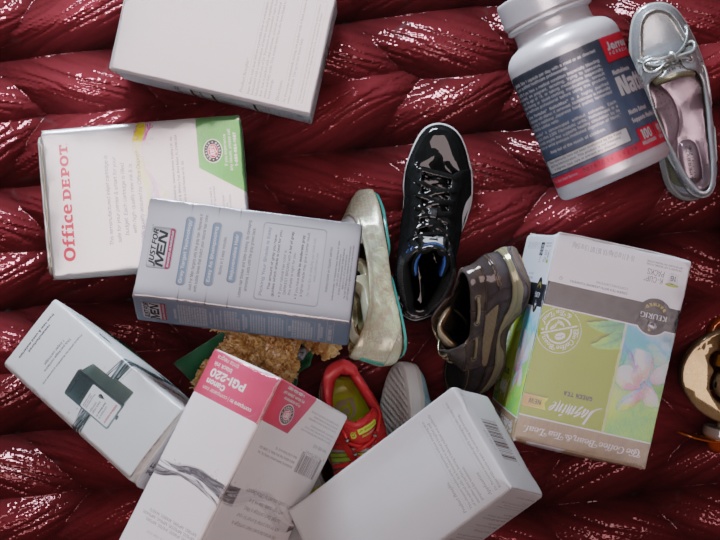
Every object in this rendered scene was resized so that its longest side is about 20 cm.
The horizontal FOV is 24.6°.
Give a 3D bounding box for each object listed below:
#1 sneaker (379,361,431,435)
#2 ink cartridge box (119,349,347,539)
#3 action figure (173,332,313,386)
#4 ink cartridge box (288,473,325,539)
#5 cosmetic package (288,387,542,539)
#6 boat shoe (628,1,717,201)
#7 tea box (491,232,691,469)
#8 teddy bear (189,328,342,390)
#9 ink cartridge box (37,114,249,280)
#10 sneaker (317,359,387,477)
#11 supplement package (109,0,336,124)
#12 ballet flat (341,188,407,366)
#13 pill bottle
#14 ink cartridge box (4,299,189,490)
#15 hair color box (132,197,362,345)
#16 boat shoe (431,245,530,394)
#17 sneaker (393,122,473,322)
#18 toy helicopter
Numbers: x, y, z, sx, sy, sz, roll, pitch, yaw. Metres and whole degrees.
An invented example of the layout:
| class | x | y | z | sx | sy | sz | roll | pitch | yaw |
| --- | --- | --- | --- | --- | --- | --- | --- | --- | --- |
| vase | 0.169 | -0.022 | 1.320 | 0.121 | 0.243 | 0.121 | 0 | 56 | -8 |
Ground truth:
| class | x | y | z | sx | sy | sz | roll | pitch | yaw |
| --- | --- | --- | --- | --- | --- | --- | --- | --- | --- |
| sneaker | 0.071 | 0.190 | 1.654 | 0.081 | 0.074 | 0.202 | -4 | 86 | -30 |
| ink cartridge box | -0.113 | 0.191 | 1.479 | 0.084 | 0.146 | 0.201 | 21 | 82 | 30 |
| action figure | -0.078 | 0.062 | 1.650 | 0.118 | 0.055 | 0.200 | 44 | 86 | 2 |
| ink cartridge box | -0.090 | 0.262 | 1.595 | 0.144 | 0.084 | 0.201 | -20 | 62 | -1 |
| cosmetic package | 0.048 | 0.209 | 1.472 | 0.199 | 0.081 | 0.113 | -37 | 64 | 17 |
| boat shoe | 0.318 | -0.170 | 1.646 | 0.074 | 0.065 | 0.204 | -10 | 91 | -1 |
| tea box | 0.214 | 0.072 | 1.580 | 0.132 | 0.200 | 0.199 | 11 | 90 | -2 |
| teddy bear | -0.085 | 0.058 | 1.577 | 0.145 | 0.067 | 0.200 | 45 | 75 | -19 |
| ink cartridge box | -0.210 | -0.071 | 1.627 | 0.198 | 0.088 | 0.147 | -5 | 90 | -4 |
| sneaker | 0.000 | 0.176 | 1.594 | 0.076 | 0.085 | 0.201 | -18 | 59 | -11 |
| supplement package | -0.130 | -0.227 | 1.610 | 0.198 | 0.120 | 0.122 | 14 | 92 | -1 |
| ballet flat | 0.000 | 0.000 | 1.600 | 0.062 | 0.068 | 0.201 | 3 | 54 | -21 |
| pill bottle | 0.213 | -0.182 | 1.617 | 0.119 | 0.120 | 0.202 | -23 | 91 | -1 |
| ink cartridge box | -0.218 | 0.132 | 1.557 | 0.200 | 0.147 | 0.083 | 36 | 86 | 31 |
| hair color box | -0.102 | 0.001 | 1.514 | 0.198 | 0.061 | 0.100 | 7 | 67 | -1 |
| boat shoe | 0.102 | 0.052 | 1.595 | 0.073 | 0.201 | 0.075 | -7 | 49 | -20 |
| sneaker | 0.076 | -0.047 | 1.620 | 0.072 | 0.112 | 0.202 | 7 | 91 | -3 |
| toy helicopter | 0.402 | 0.145 | 1.648 | 0.199 | 0.079 | 0.133 | 37 | 90 | -5 |
